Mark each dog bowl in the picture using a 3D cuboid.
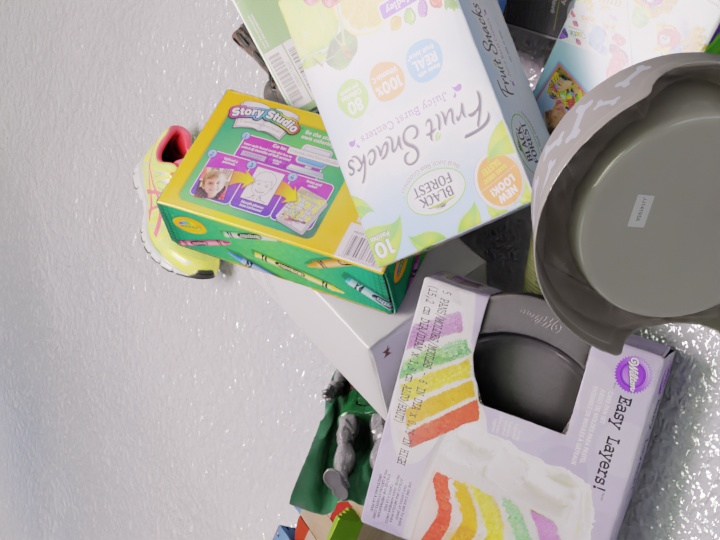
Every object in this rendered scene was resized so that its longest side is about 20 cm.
[{"bbox_3d":[0.195,-0.042,0.860,0.059,0.198,0.202,-108,36,-55],"label":"dog bowl"}]

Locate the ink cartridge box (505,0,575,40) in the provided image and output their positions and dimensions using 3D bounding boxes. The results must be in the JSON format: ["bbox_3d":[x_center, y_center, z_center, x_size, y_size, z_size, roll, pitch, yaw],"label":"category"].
[{"bbox_3d":[0.174,-0.264,1.023,0.199,0.046,0.200,31,114,54],"label":"ink cartridge box"}]

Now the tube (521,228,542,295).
[{"bbox_3d":[0.146,0.016,1.051,0.058,0.051,0.203,-62,-20,-65],"label":"tube"}]

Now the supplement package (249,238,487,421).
[{"bbox_3d":[0.000,0.000,1.133,0.200,0.116,0.118,45,161,33],"label":"supplement package"}]

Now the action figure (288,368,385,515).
[{"bbox_3d":[0.005,0.118,1.186,0.201,0.116,0.055,-85,-7,-58],"label":"action figure"}]

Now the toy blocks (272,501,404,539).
[{"bbox_3d":[-0.013,0.214,1.241,0.202,0.099,0.137,-66,30,12],"label":"toy blocks"}]

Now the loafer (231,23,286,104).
[{"bbox_3d":[-0.070,-0.178,1.337,0.062,0.072,0.201,-27,49,4],"label":"loafer"}]

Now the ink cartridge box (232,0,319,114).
[{"bbox_3d":[-0.056,-0.186,1.206,0.147,0.048,0.200,61,-178,6],"label":"ink cartridge box"}]

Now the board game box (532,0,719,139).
[{"bbox_3d":[0.198,-0.136,0.917,0.105,0.102,0.202,44,124,33],"label":"board game box"}]

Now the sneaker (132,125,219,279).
[{"bbox_3d":[-0.194,-0.077,1.520,0.091,0.077,0.201,-55,46,35],"label":"sneaker"}]

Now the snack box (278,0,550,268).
[{"bbox_3d":[0.039,-0.121,0.945,0.141,0.053,0.202,-23,87,40],"label":"snack box"}]

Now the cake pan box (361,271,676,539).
[{"bbox_3d":[0.111,0.115,1.003,0.182,0.052,0.203,19,101,16],"label":"cake pan box"}]

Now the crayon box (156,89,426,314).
[{"bbox_3d":[-0.041,-0.056,1.070,0.198,0.059,0.120,18,61,21],"label":"crayon box"}]

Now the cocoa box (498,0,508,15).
[{"bbox_3d":[0.031,-0.241,1.097,0.201,0.131,0.133,-109,30,-60],"label":"cocoa box"}]
